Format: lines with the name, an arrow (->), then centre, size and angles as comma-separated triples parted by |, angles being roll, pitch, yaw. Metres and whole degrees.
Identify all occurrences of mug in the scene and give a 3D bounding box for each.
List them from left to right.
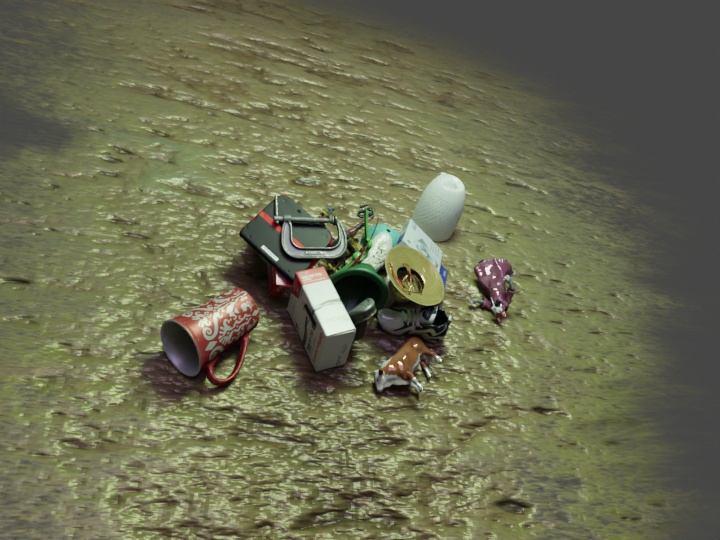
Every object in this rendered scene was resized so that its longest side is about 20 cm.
mug -> -0.332, 0.150, 1.387 | 0.131, 0.182, 0.199 | 4, 25, 36
mug -> 0.256, -0.226, 1.940 | 0.144, 0.178, 0.203 | 12, 44, -12

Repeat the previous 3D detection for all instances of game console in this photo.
game console -> -0.185, -0.085, 1.549 | 0.199, 0.031, 0.177 | 40, 64, 7

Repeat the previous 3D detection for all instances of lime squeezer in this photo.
lime squeezer -> -0.006, -0.055, 1.613 | 0.037, 0.203, 0.070 | 32, 5, 39

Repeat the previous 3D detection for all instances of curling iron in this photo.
curling iron -> -0.036, -0.105, 1.612 | 0.050, 0.026, 0.200 | 44, 75, 4

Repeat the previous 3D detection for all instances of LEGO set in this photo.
LEGO set -> -0.073, -0.076, 1.644 | 0.202, 0.115, 0.154 | 54, 39, -11

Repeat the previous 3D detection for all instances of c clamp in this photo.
c clamp -> -0.128, -0.108, 1.540 | 0.194, 0.027, 0.175 | 6, 64, -10

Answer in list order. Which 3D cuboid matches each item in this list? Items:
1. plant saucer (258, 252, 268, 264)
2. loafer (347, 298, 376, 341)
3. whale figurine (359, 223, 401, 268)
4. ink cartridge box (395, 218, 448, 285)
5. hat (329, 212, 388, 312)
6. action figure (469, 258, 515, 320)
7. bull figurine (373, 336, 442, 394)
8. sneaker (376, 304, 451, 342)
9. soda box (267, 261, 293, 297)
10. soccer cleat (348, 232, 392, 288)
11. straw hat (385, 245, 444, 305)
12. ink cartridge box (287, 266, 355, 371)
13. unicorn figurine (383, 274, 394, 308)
plant saucer -> -0.208, -0.072, 1.665 | 0.195, 0.050, 0.205 | 15, 56, -23
loafer -> -0.004, 0.127, 1.482 | 0.074, 0.200, 0.070 | -33, 85, -26
whale figurine -> 0.096, -0.079, 1.781 | 0.195, 0.105, 0.161 | 0, 47, -26
ink cartridge box -> 0.190, -0.040, 1.743 | 0.200, 0.040, 0.200 | 45, 23, -9
hat -> 0.000, 0.000, 1.594 | 0.166, 0.196, 0.179 | 51, 26, -33
action figure -> 0.400, 0.066, 1.801 | 0.149, 0.131, 0.205 | 41, 38, -49
bull figurine -> 0.116, 0.243, 1.506 | 0.120, 0.066, 0.200 | 37, 47, 9
sneaker -> 0.149, 0.121, 1.582 | 0.194, 0.130, 0.081 | 21, 56, -6
soda box -> -0.203, -0.035, 1.571 | 0.068, 0.063, 0.205 | 8, 58, -27
soccer cleat -> 0.027, -0.022, 1.655 | 0.069, 0.078, 0.202 | 34, 77, 7
straw hat -> 0.119, 0.036, 1.587 | 0.197, 0.085, 0.204 | 25, 40, -22
ink cartridge box -> -0.098, 0.118, 1.474 | 0.082, 0.146, 0.202 | -12, 52, -27
unicorn figurine -> 0.092, 0.036, 1.668 | 0.196, 0.073, 0.142 | 2, 88, -38
